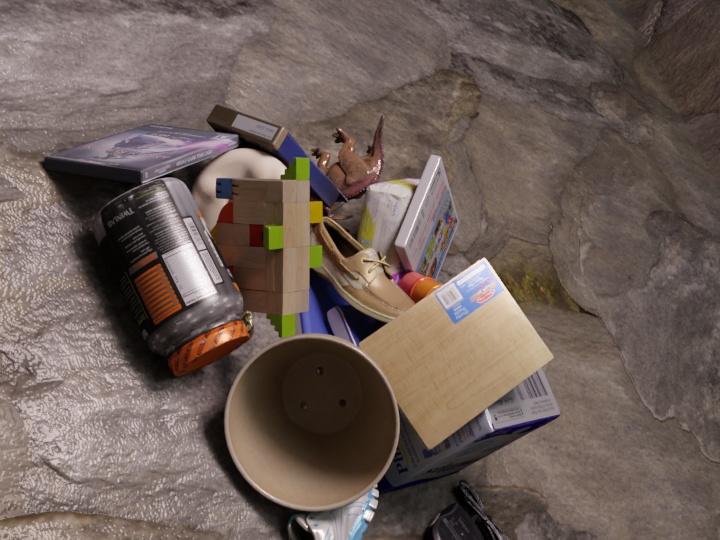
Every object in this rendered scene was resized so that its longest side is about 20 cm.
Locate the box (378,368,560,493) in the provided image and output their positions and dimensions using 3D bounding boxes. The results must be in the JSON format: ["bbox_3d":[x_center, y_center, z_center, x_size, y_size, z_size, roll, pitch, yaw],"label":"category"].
[{"bbox_3d":[0.128,0.196,1.505,0.183,0.199,0.106,-1,62,-52],"label":"box"}]

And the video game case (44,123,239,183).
[{"bbox_3d":[-0.257,-0.142,1.368,0.200,0.141,0.019,-32,127,-57],"label":"video game case"}]

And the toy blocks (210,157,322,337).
[{"bbox_3d":[-0.127,-0.031,1.344,0.099,0.135,0.204,-7,100,-55],"label":"toy blocks"}]

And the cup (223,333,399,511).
[{"bbox_3d":[-0.050,0.160,1.341,0.201,0.199,0.143,53,9,-5],"label":"cup"}]

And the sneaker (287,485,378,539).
[{"bbox_3d":[-0.039,0.293,1.328,0.086,0.075,0.201,38,36,-16],"label":"sneaker"}]

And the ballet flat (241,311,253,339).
[{"bbox_3d":[-0.192,0.002,1.395,0.201,0.046,0.067,54,33,-3],"label":"ballet flat"}]

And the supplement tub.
[{"bbox_3d":[-0.211,0.009,1.296,0.122,0.122,0.202,-15,75,-56],"label":"supplement tub"}]

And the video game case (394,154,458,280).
[{"bbox_3d":[0.097,-0.054,1.628,0.200,0.018,0.145,63,46,-63],"label":"video game case"}]

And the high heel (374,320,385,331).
[{"bbox_3d":[0.064,0.092,1.481,0.067,0.096,0.201,43,34,-20],"label":"high heel"}]

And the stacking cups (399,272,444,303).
[{"bbox_3d":[0.110,0.049,1.502,0.060,0.061,0.199,29,1,-35],"label":"stacking cups"}]

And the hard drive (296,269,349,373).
[{"bbox_3d":[-0.041,0.059,1.563,0.131,0.025,0.202,25,44,-40],"label":"hard drive"}]

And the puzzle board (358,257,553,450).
[{"bbox_3d":[0.116,0.099,1.381,0.199,0.017,0.152,-33,83,-18],"label":"puzzle board"}]

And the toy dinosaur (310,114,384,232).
[{"bbox_3d":[-0.021,-0.123,1.616,0.086,0.199,0.136,42,20,-34],"label":"toy dinosaur"}]

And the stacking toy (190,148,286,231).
[{"bbox_3d":[-0.129,-0.077,1.493,0.147,0.145,0.200,59,9,5],"label":"stacking toy"}]

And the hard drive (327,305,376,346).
[{"bbox_3d":[0.045,0.110,1.571,0.199,0.025,0.133,0,63,-54],"label":"hard drive"}]

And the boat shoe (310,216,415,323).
[{"bbox_3d":[0.000,0.000,1.508,0.199,0.067,0.074,36,26,26],"label":"boat shoe"}]

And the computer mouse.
[{"bbox_3d":[0.144,0.375,1.521,0.141,0.046,0.200,53,21,2],"label":"computer mouse"}]

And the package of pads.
[{"bbox_3d":[0.057,-0.052,1.645,0.067,0.157,0.200,15,13,19],"label":"package of pads"}]

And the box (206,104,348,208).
[{"bbox_3d":[-0.104,-0.140,1.496,0.033,0.120,0.200,-61,145,-10],"label":"box"}]
